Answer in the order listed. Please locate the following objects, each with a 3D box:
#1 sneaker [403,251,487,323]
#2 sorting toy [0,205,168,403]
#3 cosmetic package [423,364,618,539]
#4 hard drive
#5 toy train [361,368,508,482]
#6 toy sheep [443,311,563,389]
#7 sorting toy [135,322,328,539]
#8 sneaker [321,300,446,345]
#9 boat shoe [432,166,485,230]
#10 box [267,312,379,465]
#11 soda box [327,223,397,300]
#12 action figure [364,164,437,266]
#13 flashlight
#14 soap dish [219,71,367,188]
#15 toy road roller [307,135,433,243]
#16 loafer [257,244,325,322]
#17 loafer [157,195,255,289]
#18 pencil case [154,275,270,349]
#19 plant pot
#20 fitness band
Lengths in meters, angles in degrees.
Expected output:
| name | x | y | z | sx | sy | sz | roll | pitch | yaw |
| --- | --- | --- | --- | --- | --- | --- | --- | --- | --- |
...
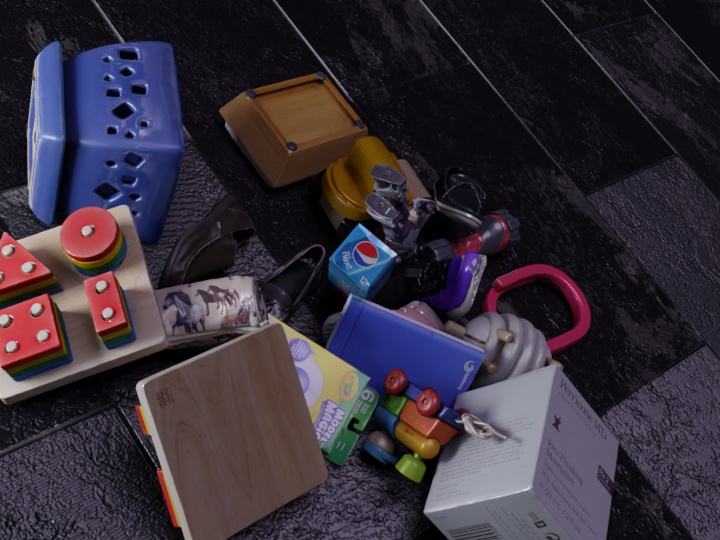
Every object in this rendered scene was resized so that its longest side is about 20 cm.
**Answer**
| name | x | y | z | sx | sy | sz | roll | pitch | yaw |
| --- | --- | --- | --- | --- | --- | --- | --- | --- | --- |
| sneaker | 0.109 | 0.018 | 1.514 | 0.098 | 0.200 | 0.070 | 23 | 67 | -2 |
| sorting toy | -0.350 | 0.024 | 1.254 | 0.198 | 0.070 | 0.200 | -19 | 62 | -6 |
| cosmetic package | 0.208 | 0.261 | 1.354 | 0.165 | 0.164 | 0.201 | 48 | 41 | -25 |
| hard drive | 0.050 | 0.129 | 1.432 | 0.198 | 0.133 | 0.025 | 23 | 15 | -12 |
| toy train | 0.086 | 0.214 | 1.335 | 0.084 | 0.117 | 0.199 | 32 | -2 | -39 |
| toy sheep | 0.202 | 0.122 | 1.517 | 0.199 | 0.138 | 0.139 | 36 | 43 | -19 |
| sorting toy | -0.157 | 0.190 | 1.251 | 0.197 | 0.069 | 0.203 | -23 | 100 | -38 |
| sneaker | 0.038 | 0.084 | 1.497 | 0.198 | 0.076 | 0.106 | 21 | 45 | -17 |
| boat shoe | 0.155 | -0.117 | 1.671 | 0.074 | 0.063 | 0.200 | 26 | 16 | -12 |
| box | -0.078 | 0.151 | 1.366 | 0.199 | 0.048 | 0.118 | 32 | 70 | -5 |
| soda box | 0.000 | 0.000 | 1.454 | 0.068 | 0.200 | 0.064 | 39 | 80 | 5 |
| action figure | 0.054 | -0.065 | 1.534 | 0.069 | 0.200 | 0.131 | 20 | 72 | 23 |
| flashlight | 0.168 | -0.042 | 1.671 | 0.199 | 0.068 | 0.068 | -19 | 86 | -43 |
| soap dish | -0.096 | -0.223 | 1.660 | 0.199 | 0.081 | 0.158 | -23 | 68 | -39 |
| toy road roller | 0.031 | -0.130 | 1.611 | 0.198 | 0.146 | 0.124 | -17 | 64 | -38 |
| loafer | -0.111 | 0.029 | 1.460 | 0.072 | 0.063 | 0.200 | 38 | 45 | 3 |
| loafer | -0.201 | -0.029 | 1.448 | 0.071 | 0.073 | 0.200 | 34 | 45 | 2 |
| pencil case | -0.208 | 0.060 | 1.316 | 0.197 | 0.078 | 0.090 | -9 | 52 | -1 |
| plant pot | -0.341 | -0.173 | 1.403 | 0.177 | 0.201 | 0.202 | 3 | 54 | -21 |
| fitness band | 0.276 | 0.065 | 1.676 | 0.198 | 0.037 | 0.144 | -19 | 68 | -38 |
